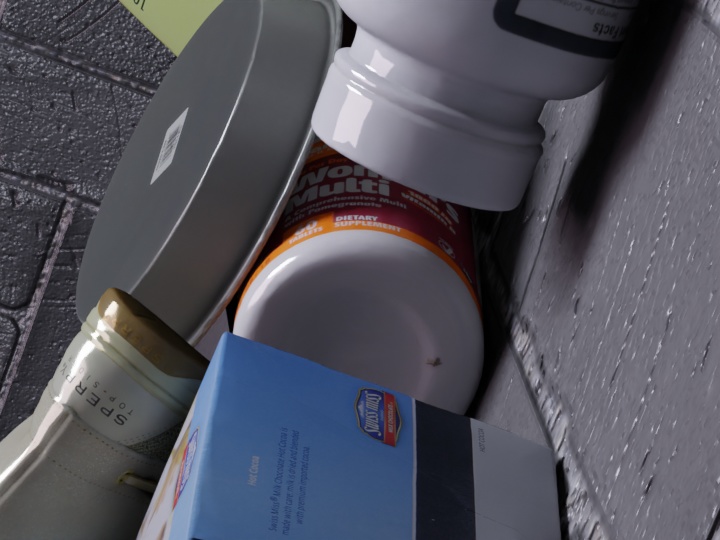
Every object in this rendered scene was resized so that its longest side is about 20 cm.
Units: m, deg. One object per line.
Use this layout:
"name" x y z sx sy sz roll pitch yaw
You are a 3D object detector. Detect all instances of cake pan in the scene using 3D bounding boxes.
"cake pan" -0.074 -0.046 1.152 0.200 0.037 0.201 -53 20 29

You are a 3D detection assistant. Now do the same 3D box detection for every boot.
"boot" -0.104 0.100 0.977 0.155 0.072 0.200 -49 -21 -5

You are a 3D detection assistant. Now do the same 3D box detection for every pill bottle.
"pill bottle" 0.000 0.000 1.148 0.200 0.109 0.110 -89 20 -67
"pill bottle" 0.056 -0.134 0.987 0.120 0.119 0.201 -98 29 -74

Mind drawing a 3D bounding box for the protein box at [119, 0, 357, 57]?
"protein box" -0.024 -0.202 1.264 0.135 0.199 0.201 -23 -34 -38

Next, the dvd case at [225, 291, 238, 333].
"dvd case" -0.035 0.014 1.293 0.200 0.017 0.143 -45 -52 -73

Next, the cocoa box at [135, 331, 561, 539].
"cocoa box" -0.015 0.136 0.822 0.200 0.131 0.134 -86 18 -64
